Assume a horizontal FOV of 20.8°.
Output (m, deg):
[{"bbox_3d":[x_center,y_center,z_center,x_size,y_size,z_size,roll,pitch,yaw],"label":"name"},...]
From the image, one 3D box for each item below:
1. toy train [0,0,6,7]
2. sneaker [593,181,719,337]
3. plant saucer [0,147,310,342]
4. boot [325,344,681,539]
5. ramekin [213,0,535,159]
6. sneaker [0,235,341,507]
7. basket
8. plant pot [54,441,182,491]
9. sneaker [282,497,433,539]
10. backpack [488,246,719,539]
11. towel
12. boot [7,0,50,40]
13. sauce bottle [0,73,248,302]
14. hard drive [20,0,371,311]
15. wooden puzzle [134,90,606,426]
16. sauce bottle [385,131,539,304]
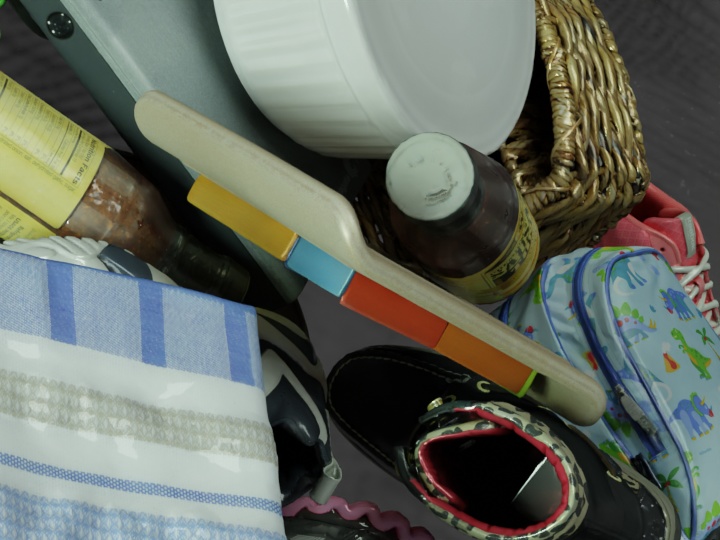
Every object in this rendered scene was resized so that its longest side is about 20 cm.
[{"bbox_3d":[-0.215,-0.125,1.014,0.056,0.042,0.201,12,50,-15],"label":"toy train"},{"bbox_3d":[0.177,0.008,1.169,0.200,0.087,0.074,51,43,7],"label":"sneaker"},{"bbox_3d":[-0.117,0.027,0.973,0.200,0.032,0.201,20,49,-24],"label":"plant saucer"},{"bbox_3d":[0.046,0.080,0.934,0.203,0.074,0.154,28,-1,27],"label":"boot"},{"bbox_3d":[0.005,-0.150,1.019,0.202,0.094,0.203,17,70,-55],"label":"ramekin"},{"bbox_3d":[-0.092,0.059,0.859,0.199,0.080,0.130,23,19,-31],"label":"sneaker"},{"bbox_3d":[0.055,-0.099,1.119,0.149,0.143,0.200,-2,59,-39],"label":"basket"},{"bbox_3d":[-0.131,0.165,0.747,0.200,0.177,0.200,-7,62,-41],"label":"plant pot"},{"bbox_3d":[0.021,0.177,0.928,0.200,0.079,0.096,27,67,-11],"label":"sneaker"},{"bbox_3d":[0.146,0.085,1.057,0.163,0.154,0.200,-9,50,-51],"label":"backpack"},{"bbox_3d":[-0.088,0.080,0.698,0.146,0.024,0.201,14,49,-29],"label":"towel"},{"bbox_3d":[-0.152,-0.219,1.074,0.174,0.069,0.201,-39,112,-61],"label":"boot"},{"bbox_3d":[-0.143,-0.036,0.923,0.200,0.066,0.066,37,42,-21],"label":"sauce bottle"},{"bbox_3d":[-0.078,-0.092,1.009,0.200,0.033,0.140,54,33,-18],"label":"hard drive"},{"bbox_3d":[0.000,0.000,0.908,0.200,0.037,0.185,35,-2,-41],"label":"wooden puzzle"},{"bbox_3d":[0.049,-0.025,0.957,0.066,0.066,0.200,55,5,12],"label":"sauce bottle"}]
